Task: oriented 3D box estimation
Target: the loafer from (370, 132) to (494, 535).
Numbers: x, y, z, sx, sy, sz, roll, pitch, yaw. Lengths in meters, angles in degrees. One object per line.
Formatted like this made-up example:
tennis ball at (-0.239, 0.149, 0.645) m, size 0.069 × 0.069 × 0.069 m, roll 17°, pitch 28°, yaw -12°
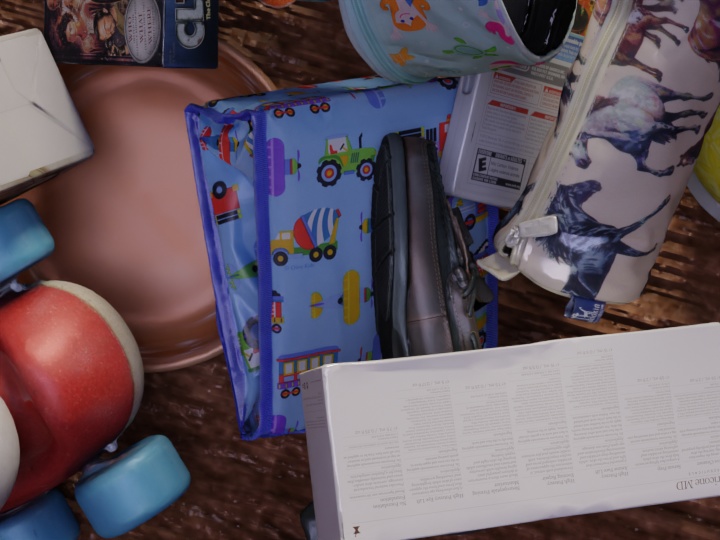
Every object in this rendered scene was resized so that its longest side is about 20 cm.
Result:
loafer at (0.040, 0.032, 0.863) m, size 0.062 × 0.072 × 0.202 m, roll -1°, pitch 82°, yaw -9°

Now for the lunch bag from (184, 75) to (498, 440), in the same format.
lunch bag at (0.000, 0.000, 0.943) m, size 0.150 × 0.094 × 0.202 m, roll -11°, pitch 102°, yaw -27°

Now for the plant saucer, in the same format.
plant saucer at (-0.124, -0.043, 0.997) m, size 0.198 × 0.037 × 0.202 m, roll 0°, pitch 93°, yaw 4°

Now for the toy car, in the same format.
toy car at (-0.225, 0.093, 0.910) m, size 0.176 × 0.200 × 0.185 m, roll -26°, pitch 96°, yaw 32°

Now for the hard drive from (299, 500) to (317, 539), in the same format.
hard drive at (0.073, 0.110, 0.937) m, size 0.199 × 0.140 × 0.033 m, roll -20°, pitch 80°, yaw 6°

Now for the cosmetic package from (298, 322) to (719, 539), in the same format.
cosmetic package at (0.075, 0.076, 0.808) m, size 0.198 × 0.051 × 0.083 m, roll -5°, pitch 83°, yaw -17°

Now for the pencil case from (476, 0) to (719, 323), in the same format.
pencil case at (0.126, -0.078, 0.816) m, size 0.078 × 0.089 × 0.201 m, roll 37°, pitch 122°, yaw 33°

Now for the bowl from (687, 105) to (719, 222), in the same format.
bowl at (0.231, -0.079, 0.920) m, size 0.200 × 0.200 × 0.108 m, roll 45°, pitch 138°, yaw 1°

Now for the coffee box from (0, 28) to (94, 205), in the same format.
coffee box at (-0.260, -0.049, 0.938) m, size 0.199 × 0.114 × 0.080 m, roll -23°, pitch 94°, yaw 27°

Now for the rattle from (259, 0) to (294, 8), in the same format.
rattle at (0.045, -0.217, 0.979) m, size 0.130 × 0.142 × 0.201 m, roll 48°, pitch 116°, yaw 27°

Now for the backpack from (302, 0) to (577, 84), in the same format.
backpack at (0.032, -0.188, 0.806) m, size 0.150 × 0.177 × 0.201 m, roll -11°, pitch 102°, yaw 22°

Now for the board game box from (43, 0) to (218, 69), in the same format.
board game box at (-0.120, -0.207, 0.903) m, size 0.034 × 0.135 × 0.202 m, roll -3°, pitch 97°, yaw -36°

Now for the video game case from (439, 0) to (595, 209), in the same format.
video game case at (0.118, -0.128, 0.937) m, size 0.143 × 0.018 × 0.202 m, roll 10°, pitch 95°, yaw -40°
